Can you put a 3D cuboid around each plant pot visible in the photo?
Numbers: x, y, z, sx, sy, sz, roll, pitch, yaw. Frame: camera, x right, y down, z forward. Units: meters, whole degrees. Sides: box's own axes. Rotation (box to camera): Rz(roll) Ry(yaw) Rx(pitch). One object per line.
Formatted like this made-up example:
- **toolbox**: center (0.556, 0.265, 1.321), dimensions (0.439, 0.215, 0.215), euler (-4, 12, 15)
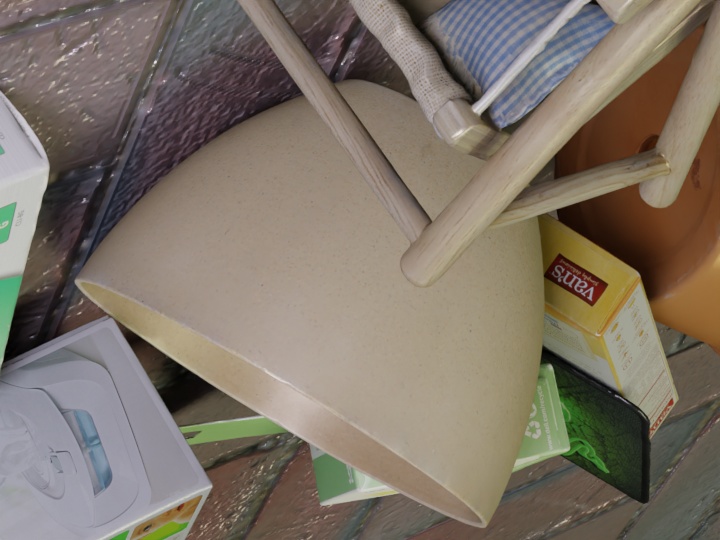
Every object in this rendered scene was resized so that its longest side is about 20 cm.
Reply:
- **plant pot**: center (0.187, -0.046, 1.426), dimensions (0.140, 0.200, 0.200), euler (7, 136, -36)
- **plant pot**: center (0.000, 0.000, 1.252), dimensions (0.135, 0.200, 0.200), euler (-59, 160, -7)

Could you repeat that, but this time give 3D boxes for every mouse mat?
- **mouse mat**: center (0.075, 0.056, 1.479), dimensions (0.008, 0.161, 0.200), euler (-57, 167, -10)

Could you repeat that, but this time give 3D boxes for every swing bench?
- **swing bench**: center (0.049, -0.141, 0.983), dimensions (0.130, 0.199, 0.200), euler (-18, 153, -38)

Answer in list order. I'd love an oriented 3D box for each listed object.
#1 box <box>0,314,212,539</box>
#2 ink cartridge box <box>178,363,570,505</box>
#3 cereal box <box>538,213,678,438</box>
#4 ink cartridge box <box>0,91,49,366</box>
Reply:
- **box**: center (-0.180, 0.129, 1.324), dimensions (0.176, 0.097, 0.200), euler (-26, 163, -26)
- **ink cartridge box**: center (-0.013, 0.087, 1.420), dimensions (0.199, 0.048, 0.146), euler (-11, 174, -9)
- **cereal box**: center (0.076, 0.010, 1.409), dimensions (0.040, 0.144, 0.200), euler (-54, 161, -8)
- **ink cartridge box**: center (-0.222, 0.024, 1.130), dimensions (0.200, 0.050, 0.161), euler (-26, 156, -29)
